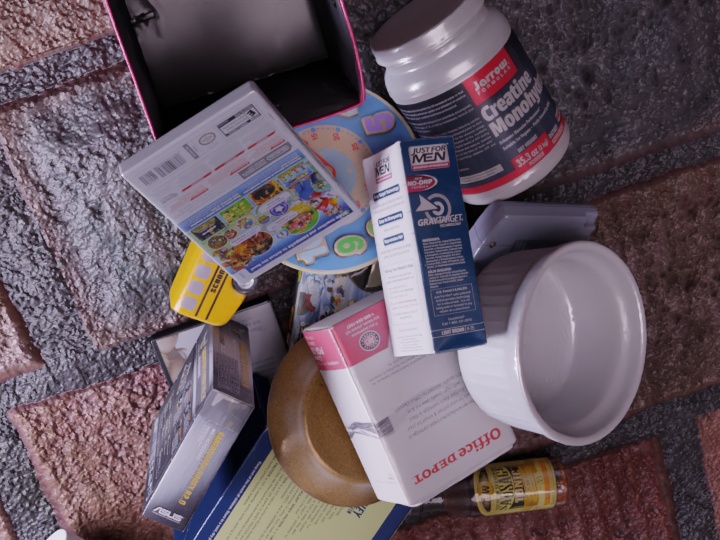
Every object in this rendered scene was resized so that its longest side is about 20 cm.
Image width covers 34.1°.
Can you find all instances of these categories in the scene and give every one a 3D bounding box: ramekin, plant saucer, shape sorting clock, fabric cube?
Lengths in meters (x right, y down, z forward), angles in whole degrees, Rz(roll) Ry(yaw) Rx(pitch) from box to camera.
[{"bbox_3d":[0.190,0.070,1.181,0.200,0.098,0.201,-1,92,-40],"label":"ramekin"},{"bbox_3d":[0.000,0.152,1.250,0.200,0.035,0.201,2,84,-25],"label":"plant saucer"},{"bbox_3d":[-0.034,-0.096,1.188,0.199,0.039,0.201,0,84,-2],"label":"shape sorting clock"},{"bbox_3d":[-0.125,-0.240,1.106,0.199,0.199,0.197,-18,114,-3],"label":"fabric cube"}]

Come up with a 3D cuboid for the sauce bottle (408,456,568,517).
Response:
[{"bbox_3d":[0.154,0.272,1.448,0.199,0.066,0.066,-7,114,-10],"label":"sauce bottle"}]

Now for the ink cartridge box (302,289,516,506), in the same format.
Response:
[{"bbox_3d":[0.051,0.121,1.210,0.146,0.083,0.200,-26,96,-25],"label":"ink cartridge box"}]

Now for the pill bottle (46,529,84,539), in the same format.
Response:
[{"bbox_3d":[-0.290,0.391,1.380,0.200,0.120,0.120,38,101,-22],"label":"pill bottle"}]

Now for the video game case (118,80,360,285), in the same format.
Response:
[{"bbox_3d":[-0.106,-0.074,1.083,0.143,0.018,0.200,-31,139,10],"label":"video game case"}]

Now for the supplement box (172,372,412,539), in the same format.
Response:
[{"bbox_3d":[-0.080,0.263,1.338,0.199,0.134,0.200,28,104,-20],"label":"supplement box"}]

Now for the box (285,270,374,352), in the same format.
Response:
[{"bbox_3d":[0.000,0.000,1.294,0.137,0.040,0.201,8,97,-14],"label":"box"}]

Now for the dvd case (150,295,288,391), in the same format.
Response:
[{"bbox_3d":[-0.143,0.139,1.359,0.142,0.018,0.200,-19,115,-4],"label":"dvd case"}]

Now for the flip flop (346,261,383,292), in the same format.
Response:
[{"bbox_3d":[-0.003,-0.076,1.236,0.081,0.058,0.200,-20,85,-5],"label":"flip flop"}]

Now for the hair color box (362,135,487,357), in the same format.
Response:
[{"bbox_3d":[0.060,-0.021,1.129,0.060,0.100,0.201,-9,88,-22],"label":"hair color box"}]

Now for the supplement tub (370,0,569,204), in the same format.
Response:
[{"bbox_3d":[0.114,-0.181,1.209,0.140,0.140,0.200,-34,115,4],"label":"supplement tub"}]

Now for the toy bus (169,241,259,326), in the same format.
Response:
[{"bbox_3d":[-0.132,-0.042,1.261,0.078,0.065,0.200,21,108,-17],"label":"toy bus"}]

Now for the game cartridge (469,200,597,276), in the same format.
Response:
[{"bbox_3d":[0.161,0.005,1.267,0.133,0.041,0.200,-2,135,-24],"label":"game cartridge"}]

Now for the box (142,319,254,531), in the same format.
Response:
[{"bbox_3d":[-0.171,0.154,1.241,0.048,0.200,0.159,26,104,-16],"label":"box"}]
